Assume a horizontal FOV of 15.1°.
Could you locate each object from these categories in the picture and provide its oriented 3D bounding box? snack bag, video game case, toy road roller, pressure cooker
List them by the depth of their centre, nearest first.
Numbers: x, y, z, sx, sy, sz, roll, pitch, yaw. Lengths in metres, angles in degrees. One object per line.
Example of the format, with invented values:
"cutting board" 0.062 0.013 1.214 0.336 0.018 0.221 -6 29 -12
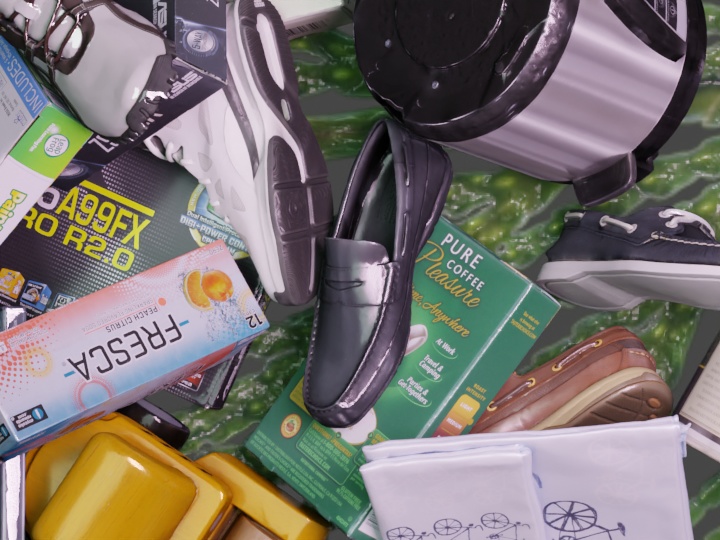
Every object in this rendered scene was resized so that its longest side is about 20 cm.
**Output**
"snack bag" 0.111 0.158 1.684 0.200 0.189 0.021 -6 51 7
"pressure cooker" 0.116 -0.148 1.695 0.179 0.200 0.176 30 98 42
"toy road roller" -0.128 0.169 1.728 0.200 0.146 0.123 33 91 9
"video game case" -0.239 0.126 1.754 0.019 0.143 0.200 2 86 -19

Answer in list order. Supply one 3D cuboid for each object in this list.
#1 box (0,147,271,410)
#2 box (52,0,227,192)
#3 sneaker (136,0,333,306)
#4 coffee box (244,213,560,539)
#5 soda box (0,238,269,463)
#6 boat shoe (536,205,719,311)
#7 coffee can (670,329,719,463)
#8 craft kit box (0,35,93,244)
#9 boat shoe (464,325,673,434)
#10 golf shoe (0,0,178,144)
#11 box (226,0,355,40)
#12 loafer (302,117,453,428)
"box" -0.151 -0.019 1.795 0.200 0.044 0.160 25 90 9
"box" -0.152 -0.171 1.727 0.160 0.043 0.200 -30 49 38
"sneaker" -0.090 -0.070 1.746 0.115 0.076 0.201 -12 91 28
"coffee box" 0.026 0.068 1.738 0.123 0.044 0.200 36 91 43
"soda box" -0.158 0.051 1.682 0.200 0.064 0.068 -24 82 -34
"boat shoe" 0.182 -0.013 1.685 0.076 0.200 0.060 27 76 -34
"coffee can" 0.298 0.047 1.676 0.146 0.146 0.200 30 91 9
"craft kit box" -0.274 -0.071 1.730 0.198 0.048 0.200 -47 39 9
"boat shoe" 0.103 0.103 1.747 0.200 0.072 0.068 -29 49 13
"golf shoe" -0.181 -0.142 1.632 0.078 0.094 0.200 -57 39 9
"box" -0.063 -0.254 1.787 0.082 0.068 0.200 -15 85 8
"loafer" 0.000 0.000 1.714 0.068 0.070 0.201 5 70 40
